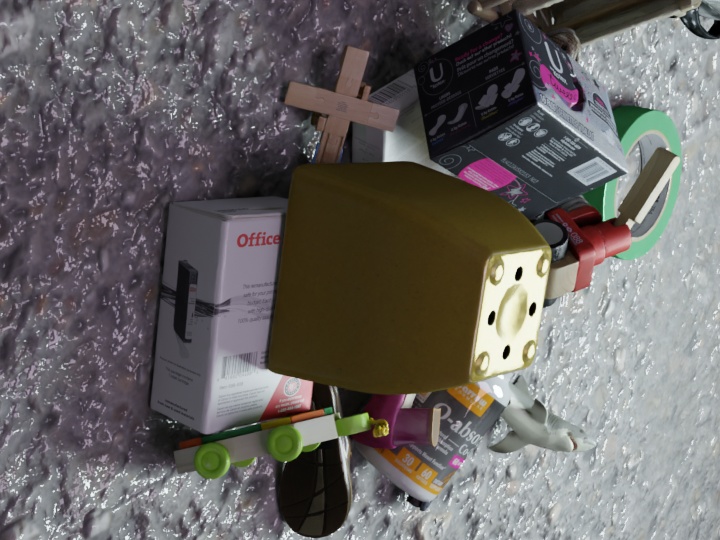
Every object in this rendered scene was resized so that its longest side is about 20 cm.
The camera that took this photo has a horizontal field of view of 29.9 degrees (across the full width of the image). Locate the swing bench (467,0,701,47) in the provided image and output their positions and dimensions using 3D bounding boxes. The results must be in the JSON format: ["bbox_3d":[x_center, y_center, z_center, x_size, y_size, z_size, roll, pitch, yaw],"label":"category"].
[{"bbox_3d":[0.241,-0.314,1.444,0.200,0.197,0.131,32,49,-49],"label":"swing bench"}]

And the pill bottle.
[{"bbox_3d":[0.092,0.143,1.480,0.201,0.116,0.116,-52,139,2],"label":"pill bottle"}]

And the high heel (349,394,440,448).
[{"bbox_3d":[0.040,0.086,1.422,0.067,0.095,0.202,19,73,-72],"label":"high heel"}]

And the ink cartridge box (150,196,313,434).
[{"bbox_3d":[-0.111,0.036,1.265,0.144,0.083,0.202,-7,109,-49],"label":"ink cartridge box"}]

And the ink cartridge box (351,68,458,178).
[{"bbox_3d":[0.056,-0.119,1.455,0.161,0.050,0.201,-36,144,-37],"label":"ink cartridge box"}]

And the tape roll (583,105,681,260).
[{"bbox_3d":[0.359,-0.116,1.799,0.199,0.048,0.203,-20,117,-45],"label":"tape roll"}]

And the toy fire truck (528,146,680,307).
[{"bbox_3d":[0.244,-0.078,1.522,0.198,0.177,0.129,-18,138,-18],"label":"toy fire truck"}]

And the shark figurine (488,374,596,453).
[{"bbox_3d":[0.197,0.145,1.696,0.215,0.127,0.090,56,33,-24],"label":"shark figurine"}]

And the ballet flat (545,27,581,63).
[{"bbox_3d":[0.181,-0.185,1.480,0.067,0.047,0.200,2,146,-31],"label":"ballet flat"}]

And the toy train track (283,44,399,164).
[{"bbox_3d":[-0.033,-0.124,1.335,0.114,0.033,0.202,13,103,-17],"label":"toy train track"}]

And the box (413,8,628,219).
[{"bbox_3d":[0.165,-0.155,1.369,0.199,0.131,0.116,24,48,-50],"label":"box"}]

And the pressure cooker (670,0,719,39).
[{"bbox_3d":[0.460,-0.398,1.724,0.174,0.179,0.202,12,95,-12],"label":"pressure cooker"}]

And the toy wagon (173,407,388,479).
[{"bbox_3d":[-0.072,0.158,1.272,0.155,0.198,0.040,35,41,-83],"label":"toy wagon"}]

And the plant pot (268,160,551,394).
[{"bbox_3d":[0.059,0.015,1.242,0.195,0.199,0.196,-7,109,-52],"label":"plant pot"}]

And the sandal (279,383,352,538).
[{"bbox_3d":[-0.045,0.186,1.420,0.055,0.081,0.202,-37,125,-64],"label":"sandal"}]

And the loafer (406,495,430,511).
[{"bbox_3d":[0.086,0.178,1.582,0.072,0.062,0.202,0,109,-80],"label":"loafer"}]
